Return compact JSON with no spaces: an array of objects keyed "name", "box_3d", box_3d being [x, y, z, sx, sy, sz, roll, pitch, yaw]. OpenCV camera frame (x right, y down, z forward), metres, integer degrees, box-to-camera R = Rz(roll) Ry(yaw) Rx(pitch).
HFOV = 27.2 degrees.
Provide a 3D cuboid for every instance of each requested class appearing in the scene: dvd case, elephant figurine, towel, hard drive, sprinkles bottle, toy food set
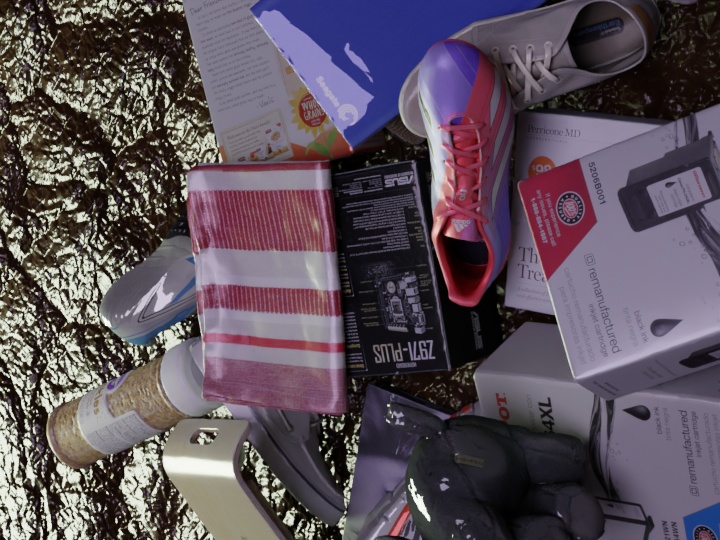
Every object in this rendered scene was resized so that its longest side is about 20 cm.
[{"name":"dvd case","box_3d":[0.054,0.210,1.247,0.148,0.016,0.201,19,109,31]},{"name":"elephant figurine","box_3d":[0.079,0.194,1.059,0.200,0.141,0.156,116,144,-58]},{"name":"towel","box_3d":[-0.076,0.013,1.193,0.144,0.023,0.201,2,100,35]},{"name":"hard drive","box_3d":[0.035,-0.204,1.115,0.200,0.025,0.132,-37,92,9]},{"name":"sprinkles bottle","box_3d":[-0.207,0.126,1.383,0.200,0.068,0.068,-27,83,36]},{"name":"toy food set","box_3d":[-0.075,0.210,1.259,0.200,0.060,0.143,55,152,-15]}]

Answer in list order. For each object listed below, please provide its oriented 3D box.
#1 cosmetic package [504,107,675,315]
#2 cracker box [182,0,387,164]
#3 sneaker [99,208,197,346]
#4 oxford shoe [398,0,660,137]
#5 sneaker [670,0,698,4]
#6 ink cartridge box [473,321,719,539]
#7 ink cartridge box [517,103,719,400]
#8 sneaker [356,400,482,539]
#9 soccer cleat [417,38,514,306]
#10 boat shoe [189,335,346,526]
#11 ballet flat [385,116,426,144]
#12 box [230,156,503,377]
[{"name":"cosmetic package","box_3d":[0.205,-0.034,1.076,0.199,0.052,0.152,10,101,34]},{"name":"cracker box","box_3d":[-0.067,-0.180,1.236,0.134,0.058,0.201,-13,91,34]},{"name":"sneaker","box_3d":[-0.147,-0.004,1.329,0.200,0.072,0.072,-37,48,22]},{"name":"oxford shoe","box_3d":[0.119,-0.148,1.064,0.199,0.058,0.075,-20,111,11]},{"name":"sneaker","box_3d":[0.203,-0.256,1.028,0.112,0.078,0.200,-47,42,-3]},{"name":"ink cartridge box","box_3d":[0.194,0.125,1.063,0.199,0.084,0.147,3,118,38]},{"name":"ink cartridge box","box_3d":[0.221,-0.020,0.952,0.199,0.083,0.146,-22,68,20]},{"name":"sneaker","box_3d":[0.075,0.183,1.190,0.082,0.077,0.200,36,120,-5]},{"name":"soccer cleat","box_3d":[0.075,-0.067,1.056,0.066,0.077,0.201,2,130,12]},{"name":"boat shoe","box_3d":[-0.066,0.126,1.289,0.066,0.072,0.200,-37,80,2]},{"name":"ballet flat","box_3d":[0.011,-0.196,1.167,0.068,0.075,0.201,-3,97,38]},{"name":"box","box_3d":[0.000,0.000,1.203,0.199,0.086,0.165,-8,94,36]}]
